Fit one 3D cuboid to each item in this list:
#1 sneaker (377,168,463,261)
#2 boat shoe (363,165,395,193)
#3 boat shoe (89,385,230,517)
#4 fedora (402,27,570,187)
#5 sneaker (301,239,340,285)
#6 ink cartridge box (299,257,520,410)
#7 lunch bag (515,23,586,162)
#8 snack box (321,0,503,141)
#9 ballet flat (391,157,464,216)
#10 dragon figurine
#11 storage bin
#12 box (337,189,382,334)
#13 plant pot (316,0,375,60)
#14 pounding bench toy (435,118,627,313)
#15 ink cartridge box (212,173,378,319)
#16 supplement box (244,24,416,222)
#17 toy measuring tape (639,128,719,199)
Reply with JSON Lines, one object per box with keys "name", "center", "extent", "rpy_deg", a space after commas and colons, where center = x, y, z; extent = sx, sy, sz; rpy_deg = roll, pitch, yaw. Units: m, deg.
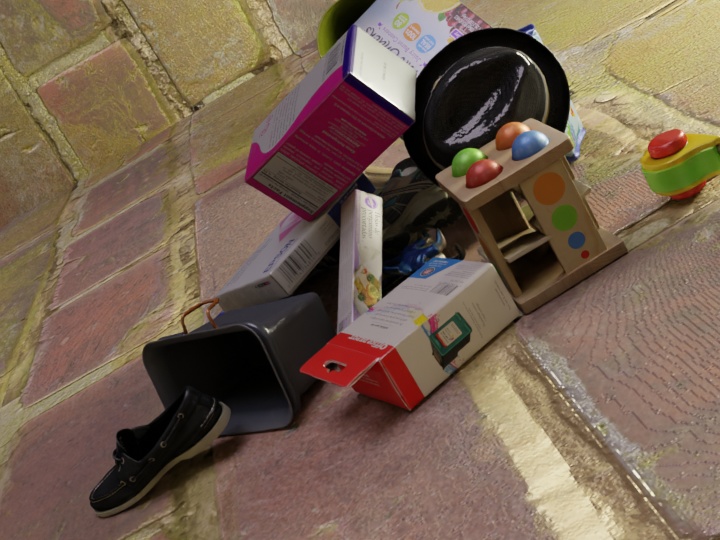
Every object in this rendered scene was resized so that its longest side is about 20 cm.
{"name": "sneaker", "center": [0.051, -0.072, 1.436], "extent": [0.200, 0.078, 0.087], "rpy_deg": [-34, 57, 35]}
{"name": "boat shoe", "center": [-0.026, -0.137, 1.564], "extent": [0.199, 0.065, 0.072], "rpy_deg": [1, 12, -14]}
{"name": "boat shoe", "center": [-0.235, 0.194, 1.275], "extent": [0.199, 0.066, 0.075], "rpy_deg": [-35, 26, 20]}
{"name": "fedora", "center": [0.138, -0.181, 1.301], "extent": [0.200, 0.201, 0.092], "rpy_deg": [-28, -6, 8]}
{"name": "sneaker", "center": [-0.071, -0.001, 1.555], "extent": [0.116, 0.075, 0.200], "rpy_deg": [-47, 15, -27]}
{"name": "ink cartridge box", "center": [0.049, 0.072, 1.188], "extent": [0.200, 0.067, 0.116], "rpy_deg": [-38, 20, -20]}
{"name": "lunch bag", "center": [0.164, -0.194, 1.513], "extent": [0.200, 0.170, 0.127], "rpy_deg": [-20, 19, 27]}
{"name": "snack box", "center": [0.070, -0.260, 1.443], "extent": [0.169, 0.068, 0.200], "rpy_deg": [-44, 48, 6]}
{"name": "ballet flat", "center": [0.098, -0.104, 1.472], "extent": [0.200, 0.068, 0.068], "rpy_deg": [14, 22, 43]}
{"name": "dragon figurine", "center": [0.061, 0.003, 1.348], "extent": [0.099, 0.059, 0.200], "rpy_deg": [-37, 16, -10]}
{"name": "storage bin", "center": [-0.129, 0.089, 1.324], "extent": [0.200, 0.146, 0.134], "rpy_deg": [-14, 16, 40]}
{"name": "box", "center": [0.000, 0.000, 1.331], "extent": [0.041, 0.039, 0.200], "rpy_deg": [-47, 33, 46]}
{"name": "plant pot", "center": [0.022, -0.486, 2.459], "extent": [0.187, 0.187, 0.200], "rpy_deg": [-25, 5, 17]}
{"name": "pounding bench toy", "center": [0.163, -0.077, 1.249], "extent": [0.124, 0.156, 0.200], "rpy_deg": [-31, 19, -1]}
{"name": "ink cartridge box", "center": [-0.094, -0.028, 1.465], "extent": [0.200, 0.043, 0.196], "rpy_deg": [-18, 28, 53]}
{"name": "supplement box", "center": [-0.035, -0.167, 1.353], "extent": [0.200, 0.103, 0.101], "rpy_deg": [-40, 30, 34]}
{"name": "toy measuring tape", "center": [0.342, -0.103, 1.185], "extent": [0.073, 0.074, 0.200], "rpy_deg": [-35, 19, -11]}
